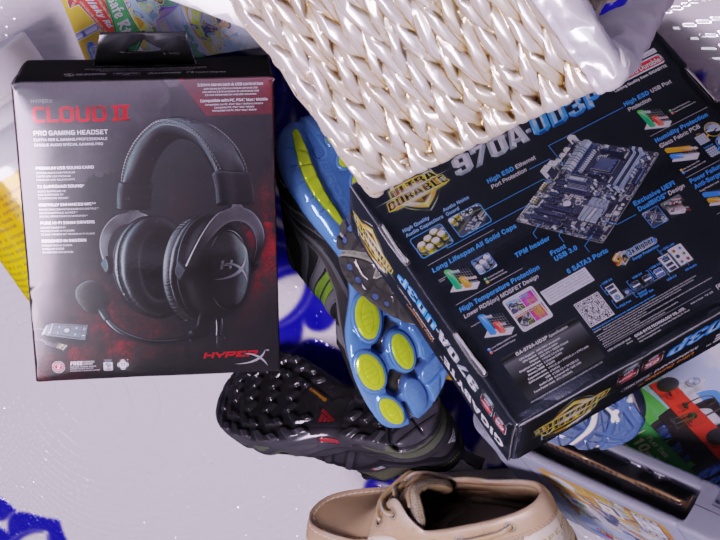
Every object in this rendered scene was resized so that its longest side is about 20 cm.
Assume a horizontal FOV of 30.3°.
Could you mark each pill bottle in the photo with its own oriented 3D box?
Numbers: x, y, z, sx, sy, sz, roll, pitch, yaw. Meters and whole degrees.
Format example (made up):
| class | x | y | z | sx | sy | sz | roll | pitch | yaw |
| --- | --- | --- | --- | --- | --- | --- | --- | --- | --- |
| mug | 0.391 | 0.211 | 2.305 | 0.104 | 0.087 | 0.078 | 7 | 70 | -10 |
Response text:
| class | x | y | z | sx | sy | sz | roll | pitch | yaw |
| --- | --- | --- | --- | --- | --- | --- | --- | --- | --- |
| pill bottle | -0.200 | -0.050 | 0.879 | 0.112 | 0.113 | 0.201 | -19 | 112 | 31 |

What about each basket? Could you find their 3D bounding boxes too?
| class | x | y | z | sx | sy | sz | roll | pitch | yaw |
| --- | --- | --- | --- | --- | --- | --- | --- | --- | --- |
| basket | 0.037 | -0.178 | 0.644 | 0.160 | 0.198 | 0.200 | -25 | 110 | 35 |

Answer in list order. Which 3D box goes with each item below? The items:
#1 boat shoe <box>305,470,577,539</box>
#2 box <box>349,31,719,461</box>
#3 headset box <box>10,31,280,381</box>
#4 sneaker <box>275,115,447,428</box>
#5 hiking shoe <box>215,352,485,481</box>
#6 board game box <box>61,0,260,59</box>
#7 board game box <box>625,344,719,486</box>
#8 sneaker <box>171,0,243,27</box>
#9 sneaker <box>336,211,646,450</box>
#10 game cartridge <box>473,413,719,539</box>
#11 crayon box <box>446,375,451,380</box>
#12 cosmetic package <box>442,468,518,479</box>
| class | x | y | z | sx | sy | sz | roll | pitch | yaw |
| --- | --- | --- | --- | --- | --- | --- | --- | --- | --- |
| boat shoe | 0.044 | 0.160 | 0.876 | 0.199 | 0.071 | 0.065 | -5 | 125 | 32 |
| box | 0.117 | -0.019 | 0.684 | 0.159 | 0.199 | 0.046 | 55 | 165 | 27 |
| headset box | -0.124 | -0.042 | 0.792 | 0.148 | 0.077 | 0.201 | -2 | 109 | -7 |
| sneaker | 0.000 | 0.000 | 0.835 | 0.201 | 0.070 | 0.083 | 67 | 167 | 1 |
| hiking shoe | -0.014 | 0.115 | 0.931 | 0.199 | 0.076 | 0.101 | 5 | 148 | 39 |
| board game box | -0.134 | -0.222 | 0.787 | 0.134 | 0.034 | 0.201 | -5 | 119 | 25 |
| board game box | 0.233 | 0.044 | 0.773 | 0.200 | 0.037 | 0.151 | -34 | 117 | 25 |
| sneaker | -0.053 | -0.193 | 0.724 | 0.199 | 0.073 | 0.115 | 16 | 110 | -14 |
| sneaker | 0.087 | 0.015 | 0.748 | 0.200 | 0.085 | 0.077 | 41 | 135 | 10 |
| game cartridge | 0.174 | 0.148 | 0.832 | 0.199 | 0.042 | 0.133 | 21 | 157 | 41 |
| crayon box | 0.107 | 0.012 | 0.832 | 0.125 | 0.052 | 0.201 | 13 | 126 | 15 |
| cosmetic package | 0.052 | 0.228 | 0.903 | 0.103 | 0.200 | 0.073 | -10 | 117 | 29 |
